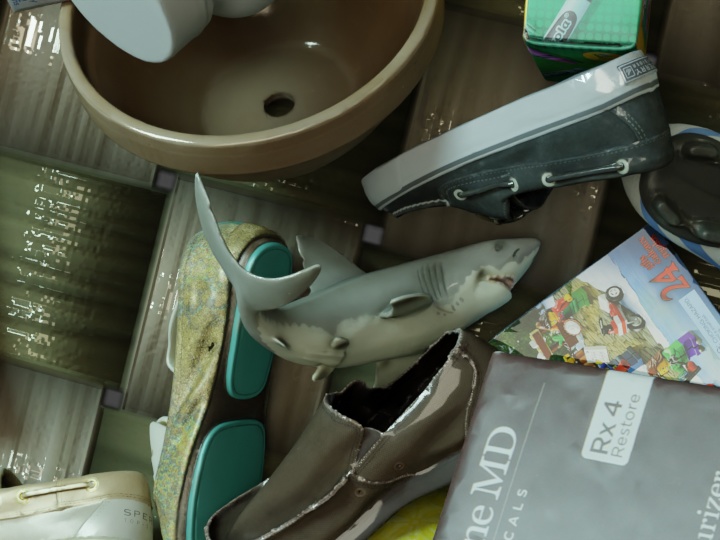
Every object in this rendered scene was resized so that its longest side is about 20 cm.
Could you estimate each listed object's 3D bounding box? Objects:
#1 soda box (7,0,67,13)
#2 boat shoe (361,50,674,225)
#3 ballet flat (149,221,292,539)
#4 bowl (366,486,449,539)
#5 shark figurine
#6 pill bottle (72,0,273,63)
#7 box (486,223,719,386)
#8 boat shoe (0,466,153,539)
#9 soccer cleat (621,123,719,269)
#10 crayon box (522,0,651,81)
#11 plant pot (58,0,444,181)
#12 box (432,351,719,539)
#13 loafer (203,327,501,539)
[{"bbox_3d":[-0.161,-0.235,0.949,0.063,0.070,0.202,-10,53,10],"label":"soda box"},{"bbox_3d":[0.075,-0.053,0.903,0.199,0.068,0.057,-20,94,50],"label":"boat shoe"},{"bbox_3d":[-0.083,0.072,0.972,0.070,0.071,0.202,11,94,11],"label":"ballet flat"},{"bbox_3d":[0.029,0.212,0.919,0.198,0.108,0.203,0,88,10],"label":"bowl"},{"bbox_3d":[-0.020,0.008,0.923,0.128,0.213,0.090,-50,57,32],"label":"shark figurine"},{"bbox_3d":[-0.056,-0.195,0.871,0.110,0.111,0.200,37,66,10],"label":"pill bottle"},{"bbox_3d":[0.157,0.096,0.935,0.136,0.038,0.201,-36,81,7],"label":"box"},{"bbox_3d":[-0.199,0.143,0.988,0.198,0.074,0.070,-4,63,20],"label":"boat shoe"},{"bbox_3d":[0.219,-0.018,0.919,0.199,0.086,0.070,32,99,-13],"label":"soccer cleat"},{"bbox_3d":[0.125,-0.204,0.914,0.058,0.119,0.202,6,88,11],"label":"crayon box"},{"bbox_3d":[-0.051,-0.113,0.937,0.199,0.093,0.202,-6,52,7],"label":"plant pot"},{"bbox_3d":[0.150,0.153,0.780,0.198,0.164,0.167,8,70,34],"label":"box"},{"bbox_3d":[-0.004,0.090,0.916,0.199,0.073,0.071,-33,111,10],"label":"loafer"}]
